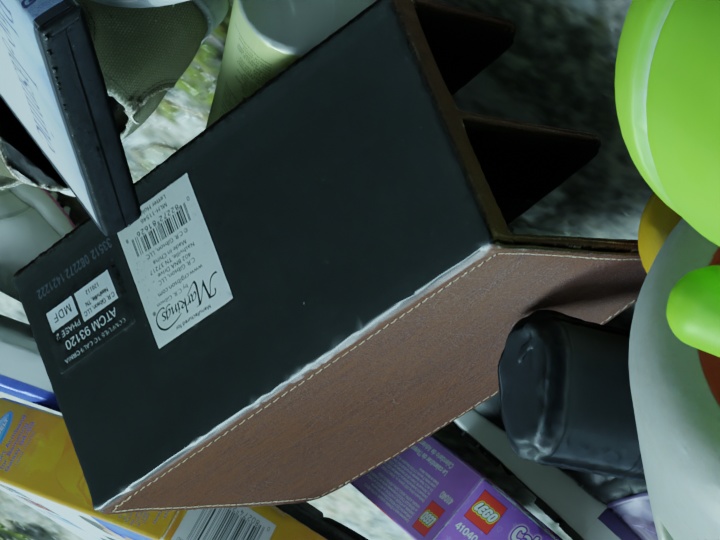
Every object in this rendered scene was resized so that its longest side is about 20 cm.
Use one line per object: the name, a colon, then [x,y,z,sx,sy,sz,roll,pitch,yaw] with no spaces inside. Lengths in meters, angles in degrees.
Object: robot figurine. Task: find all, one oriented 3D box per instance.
robot figurine: [0.151,-0.047,0.886,0.116,0.176,0.200,14,-167,-30]

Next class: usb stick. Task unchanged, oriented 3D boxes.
usb stick: [0.124,0.055,1.104,0.033,0.055,0.200,-14,161,42]

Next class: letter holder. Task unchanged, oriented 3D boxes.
letter holder: [0.000,0.000,1.094,0.200,0.101,0.142,-35,157,31]

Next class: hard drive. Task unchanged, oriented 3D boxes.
hard drive: [-0.134,0.045,1.321,0.200,0.025,0.132,20,180,-5]

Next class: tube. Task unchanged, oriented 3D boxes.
tube: [-0.029,-0.057,1.137,0.058,0.052,0.200,59,162,20]

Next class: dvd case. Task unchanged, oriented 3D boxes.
dvd case: [-0.139,-0.114,0.968,0.200,0.018,0.143,51,167,22]

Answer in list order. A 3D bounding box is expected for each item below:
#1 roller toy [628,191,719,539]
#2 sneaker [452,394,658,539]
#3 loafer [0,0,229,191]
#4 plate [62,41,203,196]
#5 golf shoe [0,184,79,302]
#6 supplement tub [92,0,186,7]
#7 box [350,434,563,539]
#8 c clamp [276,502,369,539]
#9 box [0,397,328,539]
roller toy: [0.183,0.045,0.992,0.182,0.200,0.140,-3,143,11]
sneaker: [0.091,0.049,1.201,0.200,0.088,0.076,43,-172,4]
loafer: [-0.125,-0.067,1.102,0.075,0.070,0.200,36,149,-18]
plate: [-0.160,-0.122,1.145,0.200,0.032,0.200,30,151,-9]
golf shoe: [-0.205,-0.027,1.277,0.200,0.092,0.075,35,148,-20]
supplement tub: [-0.086,-0.184,0.889,0.123,0.123,0.200,6,146,32]
box: [0.048,0.108,1.257,0.137,0.039,0.200,40,178,-26]
c clamp: [0.024,0.140,1.305,0.200,0.027,0.171,32,171,5]
box: [-0.081,0.106,1.249,0.119,0.041,0.200,35,165,-31]
